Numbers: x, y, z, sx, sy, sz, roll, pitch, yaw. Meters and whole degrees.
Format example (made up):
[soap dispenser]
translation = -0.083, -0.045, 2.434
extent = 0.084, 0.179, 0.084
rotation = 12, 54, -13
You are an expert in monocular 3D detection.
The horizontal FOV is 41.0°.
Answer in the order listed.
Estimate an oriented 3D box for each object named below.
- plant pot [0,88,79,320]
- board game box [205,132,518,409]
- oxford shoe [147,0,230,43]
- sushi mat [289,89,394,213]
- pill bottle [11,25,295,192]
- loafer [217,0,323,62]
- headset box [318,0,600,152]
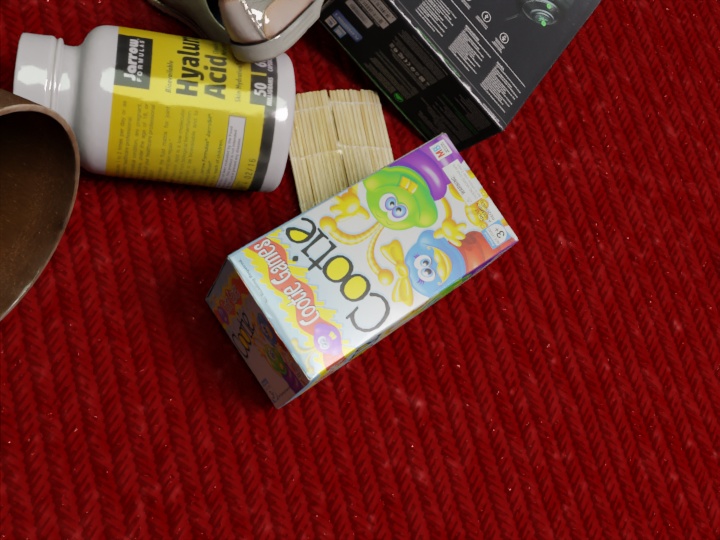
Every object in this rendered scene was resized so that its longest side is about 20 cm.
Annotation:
[plant pot]
translation = -0.325, -0.069, 0.636
extent = 0.199, 0.187, 0.187
rotation = 30, 64, 12
[board game box]
translation = 0.000, 0.000, 0.725
extent = 0.199, 0.105, 0.103
rotation = -32, 84, -25
[oxford shoe]
translation = -0.131, -0.242, 0.802
extent = 0.200, 0.074, 0.071
rotation = 44, 67, 3
[sushi mat]
translation = -0.008, -0.060, 0.809
extent = 0.095, 0.012, 0.201
rotation = -6, 73, -20
[pill bottle]
translation = -0.156, -0.124, 0.732
extent = 0.198, 0.111, 0.112
rotation = 4, 69, -16
[loafer]
translation = -0.043, -0.239, 0.726
extent = 0.071, 0.063, 0.201
rotation = 5, 49, 32
[headset box]
translation = 0.092, -0.235, 0.840
extent = 0.174, 0.093, 0.200
rotation = 45, 64, -15
